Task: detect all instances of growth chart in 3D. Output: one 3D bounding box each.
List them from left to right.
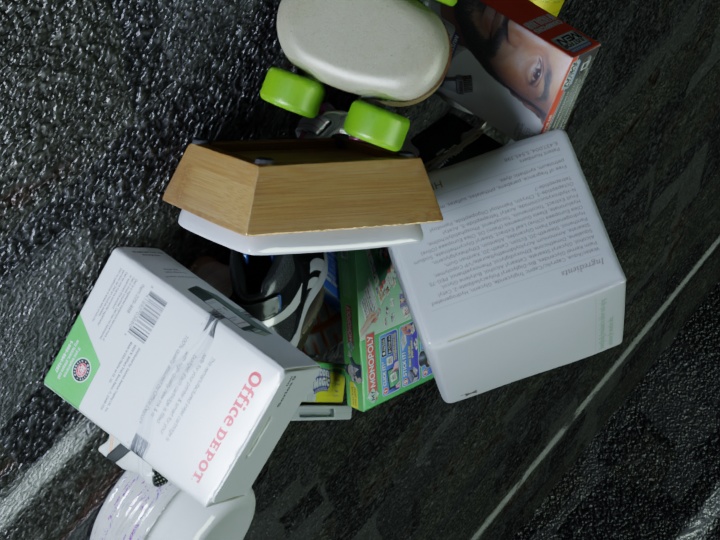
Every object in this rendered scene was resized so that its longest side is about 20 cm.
[{"bbox_3d":[0.059,-0.099,1.662,0.200,0.018,0.145,-35,-178,-21],"label":"growth chart"}]

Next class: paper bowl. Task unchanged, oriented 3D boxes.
[{"bbox_3d":[-0.193,0.271,1.790,0.201,0.104,0.201,-46,157,-26],"label":"paper bowl"}]

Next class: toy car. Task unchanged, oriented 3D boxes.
[{"bbox_3d":[0.018,-0.203,1.486,0.200,0.157,0.165,-3,115,-77],"label":"toy car"}]

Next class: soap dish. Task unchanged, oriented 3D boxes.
[{"bbox_3d":[-0.051,-0.070,1.440,0.199,0.157,0.082,-5,106,-32],"label":"soap dish"}]

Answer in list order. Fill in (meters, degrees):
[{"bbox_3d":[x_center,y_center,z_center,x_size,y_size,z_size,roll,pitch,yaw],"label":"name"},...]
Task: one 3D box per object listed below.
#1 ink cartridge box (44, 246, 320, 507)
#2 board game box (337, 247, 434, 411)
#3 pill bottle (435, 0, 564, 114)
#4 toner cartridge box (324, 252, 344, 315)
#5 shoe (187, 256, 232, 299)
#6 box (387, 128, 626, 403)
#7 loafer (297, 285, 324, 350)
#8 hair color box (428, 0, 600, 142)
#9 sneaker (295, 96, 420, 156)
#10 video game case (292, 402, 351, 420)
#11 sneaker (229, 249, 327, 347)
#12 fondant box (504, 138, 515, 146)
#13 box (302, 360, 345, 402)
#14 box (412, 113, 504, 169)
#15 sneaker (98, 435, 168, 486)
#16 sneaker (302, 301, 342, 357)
[{"bbox_3d":[-0.158,0.093,1.448,0.146,0.200,0.084,-59,160,11],"label":"ink cartridge box"},{"bbox_3d":[0.036,0.035,1.747,0.134,0.029,0.201,-21,117,-39],"label":"board game box"},{"bbox_3d":[0.147,-0.266,1.715,0.109,0.109,0.201,-24,143,-55],"label":"pill bottle"},{"bbox_3d":[0.000,0.000,1.753,0.200,0.043,0.095,42,72,-43],"label":"toner cartridge box"},{"bbox_3d":[-0.114,0.041,1.648,0.070,0.053,0.200,-60,153,-2],"label":"shoe"},{"bbox_3d":[0.138,0.000,1.595,0.199,0.172,0.199,-18,159,1],"label":"box"},{"bbox_3d":[-0.100,0.077,1.586,0.200,0.067,0.076,-56,175,-34],"label":"loafer"},{"bbox_3d":[0.123,-0.218,1.603,0.064,0.200,0.111,-30,147,-50],"label":"hair color box"},{"bbox_3d":[-0.042,-0.113,1.586,0.200,0.081,0.089,-28,104,-28],"label":"sneaker"},{"bbox_3d":[-0.110,0.143,1.734,0.200,0.142,0.018,13,83,-68],"label":"video game case"},{"bbox_3d":[-0.077,-0.017,1.551,0.200,0.073,0.112,-81,167,-48],"label":"sneaker"},{"bbox_3d":[0.148,-0.046,1.883,0.200,0.058,0.144,-50,158,-19],"label":"fondant box"},{"bbox_3d":[-0.105,0.111,1.718,0.200,0.117,0.049,8,87,-69],"label":"box"},{"bbox_3d":[0.073,-0.055,1.908,0.164,0.086,0.200,-39,154,-39],"label":"box"},{"bbox_3d":[-0.205,0.102,1.559,0.074,0.080,0.201,-7,111,-64],"label":"sneaker"},{"bbox_3d":[-0.050,0.048,1.812,0.199,0.077,0.079,-14,98,-39],"label":"sneaker"}]
